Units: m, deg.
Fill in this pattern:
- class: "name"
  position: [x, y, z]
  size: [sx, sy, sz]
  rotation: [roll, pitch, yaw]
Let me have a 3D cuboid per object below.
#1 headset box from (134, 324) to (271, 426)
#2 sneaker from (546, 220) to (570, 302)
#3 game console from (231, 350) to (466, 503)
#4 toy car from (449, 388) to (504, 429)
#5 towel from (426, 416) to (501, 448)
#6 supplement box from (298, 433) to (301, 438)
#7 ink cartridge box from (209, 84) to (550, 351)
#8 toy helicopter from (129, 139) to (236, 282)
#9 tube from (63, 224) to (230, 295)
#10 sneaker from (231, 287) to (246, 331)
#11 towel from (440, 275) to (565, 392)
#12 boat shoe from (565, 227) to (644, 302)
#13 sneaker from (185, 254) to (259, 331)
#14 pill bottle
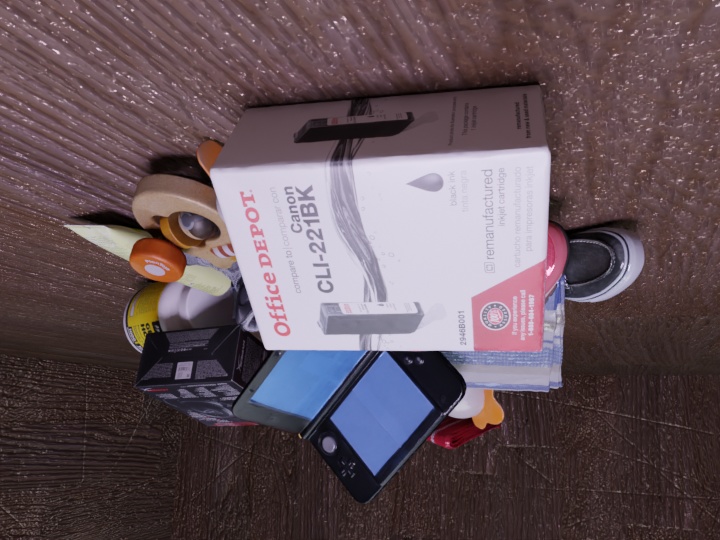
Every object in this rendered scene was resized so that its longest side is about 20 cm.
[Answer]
- class: "headset box"
  position: [-0.182, 0.152, 0.859]
  size: [0.144, 0.079, 0.201]
  rotation: [-6, 151, 20]
- class: "sneaker"
  position: [0.092, 0.020, 0.557]
  size: [0.197, 0.076, 0.086]
  rotation: [-31, 159, 26]
- class: "game console"
  position: [-0.014, 0.142, 0.689]
  size: [0.201, 0.173, 0.118]
  rotation: [-52, 158, 19]
- class: "toy car"
  position: [0.116, 0.144, 0.847]
  size: [0.180, 0.200, 0.181]
  rotation: [-17, 132, -26]
- class: "towel"
  position: [0.086, 0.206, 0.901]
  size: [0.196, 0.023, 0.142]
  rotation: [5, -173, 42]
- class: "supplement box"
  position: [-0.055, 0.110, 0.854]
  size: [0.083, 0.113, 0.201]
  rotation: [-11, -153, 0]
- class: "ink cartridge box"
  position: [0.019, -0.028, 0.411]
  size: [0.193, 0.085, 0.147]
  rotation: [-1, 127, 14]
- class: "toy helicopter"
  position: [-0.090, -0.031, 0.525]
  size: [0.195, 0.081, 0.132]
  rotation: [20, 149, -18]
- class: "tube"
  position: [-0.228, -0.020, 0.718]
  size: [0.058, 0.053, 0.198]
  rotation: [-40, 146, 18]
- class: "sneaker"
  position: [-0.071, 0.041, 0.800]
  size: [0.195, 0.115, 0.076]
  rotation: [10, 165, -32]
- class: "towel"
  position: [0.147, 0.070, 0.684]
  size: [0.142, 0.024, 0.203]
  rotation: [-1, 138, 15]
- class: "boat shoe"
  position: [0.203, 0.000, 0.671]
  size: [0.069, 0.075, 0.199]
  rotation: [3, 170, -27]
- class: "sneaker"
  position: [-0.124, 0.003, 0.637]
  size: [0.195, 0.118, 0.075]
  rotation: [-6, 165, 31]
- class: "pill bottle"
  position: [-0.260, 0.065, 0.923]
  size: [0.110, 0.116, 0.197]
  rotation: [12, 163, -39]
